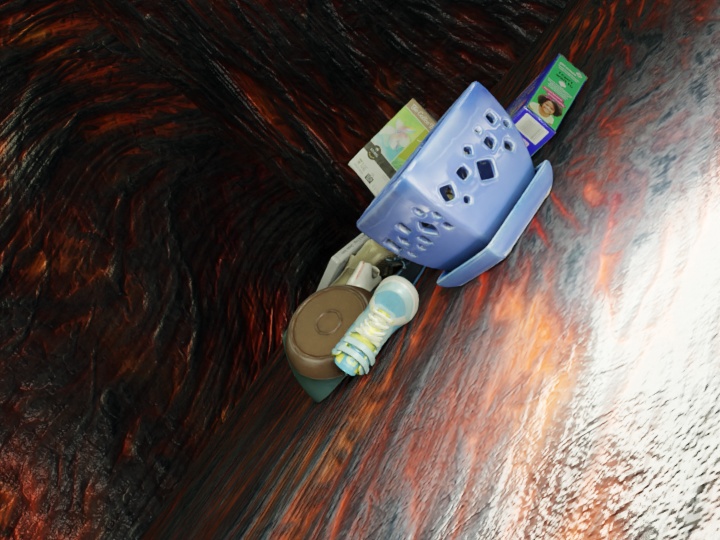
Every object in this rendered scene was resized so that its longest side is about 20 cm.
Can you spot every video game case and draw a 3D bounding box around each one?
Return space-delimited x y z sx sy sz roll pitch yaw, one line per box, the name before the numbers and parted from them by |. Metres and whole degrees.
video game case | -0.024 -0.014 1.879 0.182 0.024 0.201 -40 -15 -35

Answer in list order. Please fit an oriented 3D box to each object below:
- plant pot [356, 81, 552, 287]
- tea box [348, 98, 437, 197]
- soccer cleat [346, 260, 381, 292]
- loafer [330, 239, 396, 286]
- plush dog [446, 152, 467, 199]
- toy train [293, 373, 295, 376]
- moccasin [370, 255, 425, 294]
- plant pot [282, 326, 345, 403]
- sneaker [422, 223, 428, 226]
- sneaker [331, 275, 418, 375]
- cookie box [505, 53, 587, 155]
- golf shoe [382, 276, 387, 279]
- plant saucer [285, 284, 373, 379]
plant pot | 0.137 -0.102 1.182 0.201 0.179 0.200 -52 5 -25
tea box | 0.119 -0.204 1.771 0.197 0.201 0.133 -44 -28 9
soccer cleat | 0.018 0.036 1.713 0.200 0.068 0.086 42 -112 -71
loafer | 0.000 0.000 1.782 0.075 0.069 0.200 9 -38 -43
plush dog | 0.170 -0.118 1.392 0.200 0.158 0.174 143 140 -79
toy train | -0.075 0.152 1.849 0.200 0.086 0.114 -49 8 22
moccasin | 0.077 0.004 1.658 0.081 0.068 0.201 -46 7 44
plant pot | -0.075 0.138 1.673 0.201 0.134 0.200 -51 4 5
sneaker | 0.147 -0.067 1.605 0.199 0.088 0.076 -25 -32 -37
sneaker | 0.020 0.102 1.389 0.131 0.079 0.201 -52 -5 -39
cookie box | 0.309 -0.275 1.555 0.171 0.075 0.201 -46 7 50
golf shoe | 0.061 -0.032 1.854 0.077 0.096 0.200 -6 5 -4
plant saucer | -0.054 0.102 1.559 0.201 0.199 0.035 -52 -39 -16
